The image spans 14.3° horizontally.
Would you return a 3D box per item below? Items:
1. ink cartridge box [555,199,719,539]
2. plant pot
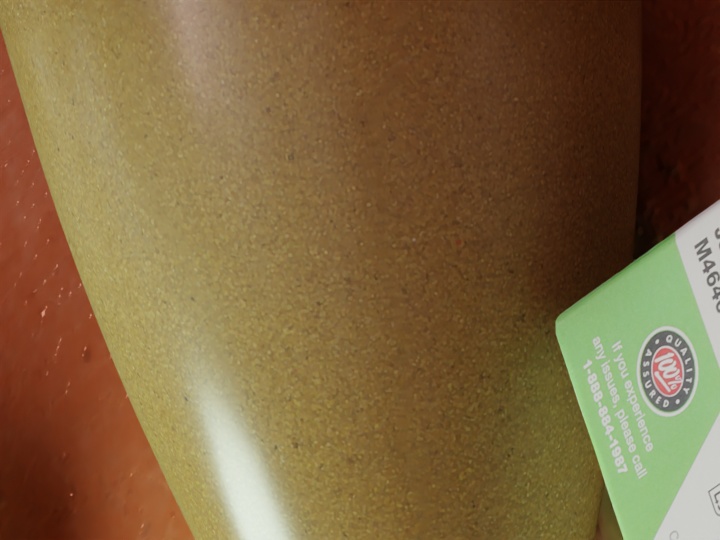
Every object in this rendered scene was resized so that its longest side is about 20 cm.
[{"bbox_3d":[0.158,0.028,0.672,0.200,0.084,0.146,-39,53,33],"label":"ink cartridge box"},{"bbox_3d":[0.000,0.000,0.797,0.186,0.186,0.202,-14,82,44],"label":"plant pot"}]
